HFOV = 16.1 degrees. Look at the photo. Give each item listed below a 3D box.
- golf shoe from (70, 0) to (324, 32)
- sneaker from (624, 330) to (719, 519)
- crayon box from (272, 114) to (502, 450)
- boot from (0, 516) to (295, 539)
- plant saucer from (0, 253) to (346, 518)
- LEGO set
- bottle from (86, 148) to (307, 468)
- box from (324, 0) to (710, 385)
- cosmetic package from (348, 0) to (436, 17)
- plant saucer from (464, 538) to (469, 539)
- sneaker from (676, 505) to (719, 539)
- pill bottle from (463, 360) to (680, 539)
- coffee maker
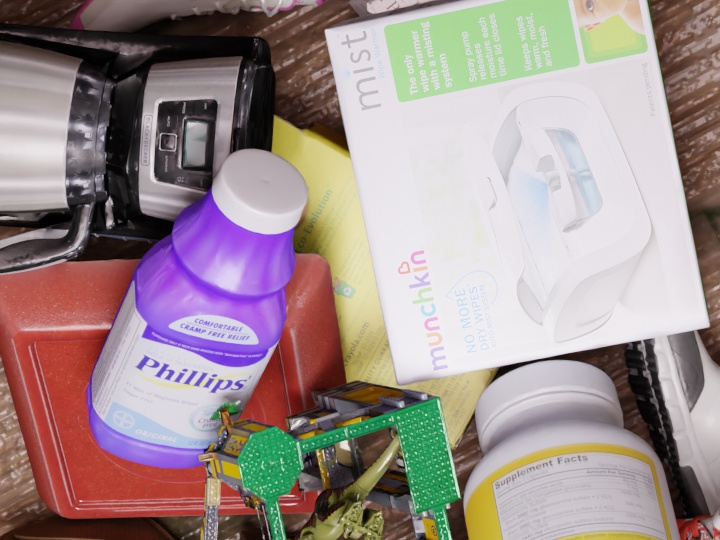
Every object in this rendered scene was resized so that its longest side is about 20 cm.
[{"bbox_3d":[-0.073,-0.173,1.457,0.200,0.075,0.092,-33,97,11],"label":"golf shoe"},{"bbox_3d":[0.213,0.099,1.478,0.080,0.074,0.201,-22,101,-4],"label":"sneaker"},{"bbox_3d":[0.000,0.000,1.485,0.200,0.051,0.127,30,100,0],"label":"crayon box"},{"bbox_3d":[-0.124,0.229,1.529,0.199,0.077,0.156,5,104,-4],"label":"boot"},{"bbox_3d":[-0.107,0.077,1.462,0.199,0.037,0.200,-2,134,6],"label":"plant saucer"},{"bbox_3d":[-0.020,0.148,1.379,0.153,0.116,0.201,-25,104,-24],"label":"LEGO set"},{"bbox_3d":[-0.082,0.021,1.335,0.083,0.065,0.200,12,134,-18],"label":"bottle"},{"bbox_3d":[0.086,-0.055,1.395,0.176,0.097,0.201,-10,97,6],"label":"box"},{"bbox_3d":[0.088,-0.103,1.461,0.082,0.051,0.200,-39,93,9],"label":"cosmetic package"},{"bbox_3d":[0.099,0.250,1.464,0.200,0.037,0.201,20,122,35],"label":"plant saucer"},{"bbox_3d":[0.196,0.152,1.407,0.201,0.067,0.108,25,115,38],"label":"sneaker"},{"bbox_3d":[0.115,0.152,1.354,0.112,0.200,0.112,-6,142,-4],"label":"pill bottle"},{"bbox_3d":[-0.148,-0.086,1.412,0.199,0.192,0.135,5,118,1],"label":"coffee maker"}]
